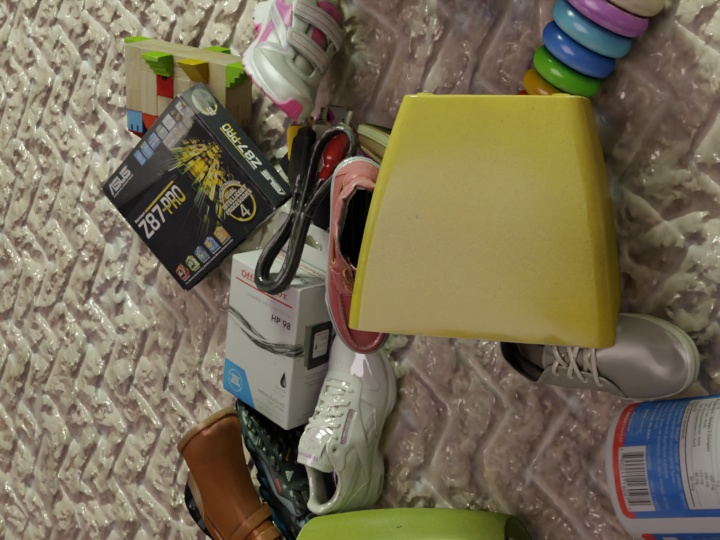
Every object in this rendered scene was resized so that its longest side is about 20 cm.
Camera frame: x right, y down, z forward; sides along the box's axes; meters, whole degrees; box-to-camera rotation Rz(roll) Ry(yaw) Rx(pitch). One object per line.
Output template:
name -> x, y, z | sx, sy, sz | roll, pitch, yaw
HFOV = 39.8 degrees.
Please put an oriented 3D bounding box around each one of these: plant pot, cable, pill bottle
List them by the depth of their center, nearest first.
pill bottle -> 0.300, 0.149, 0.763 | 0.198, 0.112, 0.114 | -12, 85, 38
plant pot -> 0.112, -0.052, 0.802 | 0.197, 0.200, 0.179 | 4, 100, 16
plant pot -> 0.065, 0.300, 0.936 | 0.198, 0.187, 0.189 | -22, 79, 22
cable -> -0.049, -0.071, 1.006 | 0.096, 0.050, 0.203 | 8, 87, 32

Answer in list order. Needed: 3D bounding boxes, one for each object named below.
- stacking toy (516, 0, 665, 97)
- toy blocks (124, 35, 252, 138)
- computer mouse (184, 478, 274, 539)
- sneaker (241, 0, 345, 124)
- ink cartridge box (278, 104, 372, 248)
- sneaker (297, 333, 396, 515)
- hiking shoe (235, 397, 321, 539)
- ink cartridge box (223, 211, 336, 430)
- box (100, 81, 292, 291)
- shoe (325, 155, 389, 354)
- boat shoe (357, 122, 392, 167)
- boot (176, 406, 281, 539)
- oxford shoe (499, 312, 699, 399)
stacking toy -> 0.174, -0.171, 0.867 | 0.085, 0.085, 0.201 | 47, 124, 26
toy blocks -> -0.201, -0.187, 1.161 | 0.198, 0.100, 0.138 | 17, 116, 27
computer mouse -> -0.142, 0.331, 1.167 | 0.200, 0.046, 0.141 | 40, 110, 20
sneaker -> -0.062, -0.233, 1.008 | 0.088, 0.081, 0.202 | -32, 41, 26
ink cartridge box -> -0.006, -0.066, 1.042 | 0.095, 0.037, 0.201 | -44, 69, 32
sneaker -> -0.016, 0.156, 1.022 | 0.074, 0.099, 0.203 | 5, 94, 40
hiking shoe -> -0.095, 0.222, 1.106 | 0.087, 0.074, 0.201 | -55, 54, 40
ink cartridge box -> -0.084, 0.051, 1.067 | 0.115, 0.066, 0.203 | 24, 116, 40
box -> -0.188, -0.090, 1.129 | 0.162, 0.049, 0.200 | 52, 131, -2
shoe -> 0.000, 0.000, 0.939 | 0.070, 0.091, 0.203 | -2, 111, -1
boat shoe -> 0.067, -0.078, 0.961 | 0.200, 0.073, 0.064 | 36, 109, 23
boot -> -0.124, 0.243, 1.047 | 0.155, 0.073, 0.201 | 52, 155, 26
oxford shoe -> 0.195, 0.073, 0.849 | 0.199, 0.057, 0.076 | 6, 104, 51
